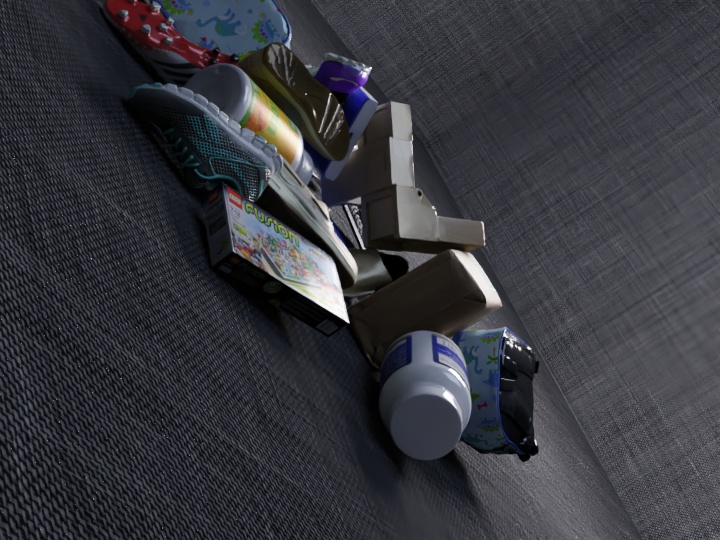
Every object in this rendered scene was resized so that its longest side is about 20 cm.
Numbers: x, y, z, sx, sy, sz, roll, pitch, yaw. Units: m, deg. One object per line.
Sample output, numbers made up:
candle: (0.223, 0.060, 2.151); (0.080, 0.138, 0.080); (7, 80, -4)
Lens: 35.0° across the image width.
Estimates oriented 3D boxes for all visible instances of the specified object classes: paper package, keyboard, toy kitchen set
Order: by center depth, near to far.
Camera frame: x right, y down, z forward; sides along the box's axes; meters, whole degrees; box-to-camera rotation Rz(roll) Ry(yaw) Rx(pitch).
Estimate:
paper package: (0.098, 0.056, 1.677); (0.104, 0.191, 0.200); (61, 10, 9)
toy kitchen set: (0.059, -0.124, 1.719); (0.180, 0.163, 0.200); (5, 78, -40)
keyboard: (-0.005, -0.094, 1.805); (0.104, 0.040, 0.200); (52, 16, -80)

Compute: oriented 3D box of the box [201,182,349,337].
box: (-0.097, -0.010, 1.319); (0.200, 0.035, 0.110); (34, 31, -42)

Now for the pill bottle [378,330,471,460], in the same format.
pill bottle: (0.084, 0.164, 1.492); (0.120, 0.120, 0.200); (54, 11, -11)

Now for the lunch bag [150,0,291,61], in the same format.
lunch bag: (-0.208, -0.367, 1.663); (0.200, 0.161, 0.082); (56, -12, 8)

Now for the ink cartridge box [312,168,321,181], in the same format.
ink cartridge box: (-0.141, -0.211, 1.768); (0.200, 0.041, 0.200); (55, 8, 27)

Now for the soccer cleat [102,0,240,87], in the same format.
soccer cleat: (-0.250, -0.280, 1.483); (0.200, 0.085, 0.069); (28, 44, -20)

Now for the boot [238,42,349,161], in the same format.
boot: (-0.120, -0.221, 1.586); (0.200, 0.155, 0.072); (49, 49, -34)

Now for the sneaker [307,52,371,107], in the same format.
sneaker: (-0.045, -0.245, 1.635); (0.070, 0.100, 0.200); (16, -6, -19)

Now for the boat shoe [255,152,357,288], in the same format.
boat shoe: (-0.065, -0.064, 1.445); (0.200, 0.072, 0.065); (49, 53, -13)

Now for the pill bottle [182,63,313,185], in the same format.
pill bottle: (-0.144, -0.171, 1.488); (0.200, 0.111, 0.111); (42, 18, -53)

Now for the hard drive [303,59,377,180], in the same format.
hard drive: (-0.046, -0.232, 1.721); (0.025, 0.132, 0.200); (22, 17, -29)

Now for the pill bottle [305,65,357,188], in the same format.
pill bottle: (-0.078, -0.246, 1.991); (0.200, 0.114, 0.114); (58, 11, 8)

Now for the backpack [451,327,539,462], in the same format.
backpack: (0.180, 0.180, 1.711); (0.200, 0.147, 0.183); (45, 45, -63)

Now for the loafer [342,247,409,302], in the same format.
loafer: (0.000, 0.000, 1.628); (0.200, 0.067, 0.076); (-12, 74, -58)

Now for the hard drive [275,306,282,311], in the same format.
hard drive: (-0.104, -0.018, 1.447); (0.132, 0.027, 0.200); (57, 11, 2)

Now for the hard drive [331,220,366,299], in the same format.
hard drive: (-0.060, -0.058, 1.714); (0.200, 0.025, 0.132); (48, 13, -37)

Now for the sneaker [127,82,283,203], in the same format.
sneaker: (-0.186, -0.141, 1.323); (0.200, 0.091, 0.078); (31, -22, -21)
